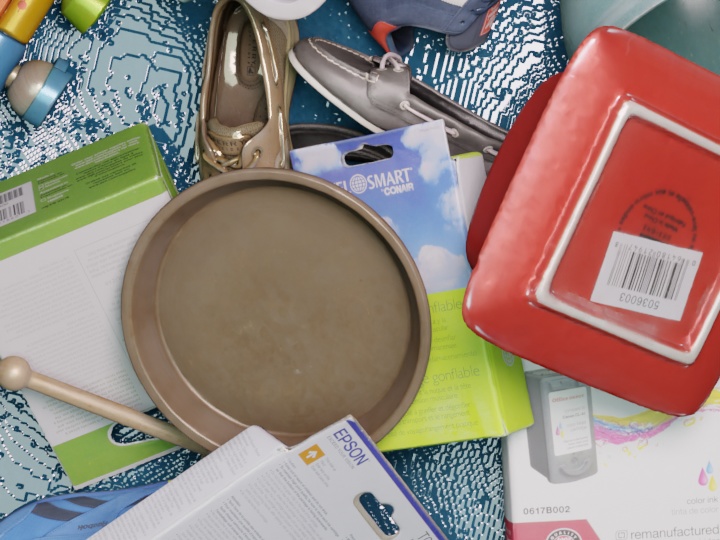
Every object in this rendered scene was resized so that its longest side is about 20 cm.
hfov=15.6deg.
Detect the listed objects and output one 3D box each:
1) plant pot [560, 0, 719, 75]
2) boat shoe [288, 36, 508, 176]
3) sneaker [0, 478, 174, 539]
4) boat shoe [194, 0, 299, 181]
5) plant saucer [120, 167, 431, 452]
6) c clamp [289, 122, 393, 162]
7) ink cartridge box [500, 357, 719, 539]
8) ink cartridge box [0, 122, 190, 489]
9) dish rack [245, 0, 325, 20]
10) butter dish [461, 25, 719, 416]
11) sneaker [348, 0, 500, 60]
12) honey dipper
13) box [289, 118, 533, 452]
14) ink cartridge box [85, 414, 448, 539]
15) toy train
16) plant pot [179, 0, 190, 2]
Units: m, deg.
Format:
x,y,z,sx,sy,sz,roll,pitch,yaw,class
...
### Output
x,y,z,sx,sy,sz,roll,pitch,yaw,class
0.209,-0.194,1.654,0.199,0.200,0.135,-21,65,2,plant pot
0.048,-0.102,1.706,0.200,0.067,0.057,35,108,-8,boat shoe
-0.170,0.182,1.719,0.199,0.078,0.066,-13,101,3,sneaker
-0.079,-0.080,1.702,0.071,0.064,0.201,-2,88,21,boat shoe
-0.052,0.029,1.644,0.199,0.029,0.201,4,109,11,plant saucer
0.000,0.000,1.728,0.170,0.027,0.201,-5,91,15,c clamp
0.163,0.102,1.708,0.147,0.086,0.201,-4,94,1,ink cartridge box
-0.166,0.027,1.720,0.147,0.076,0.201,-22,123,1,ink cartridge box
-0.036,-0.268,1.560,0.172,0.044,0.200,45,118,-2,dish rack
0.145,-0.040,1.604,0.199,0.148,0.200,22,95,-32,butter dish
0.078,-0.190,1.670,0.200,0.075,0.085,-18,104,43,sneaker
-0.145,0.099,1.703,0.199,0.038,0.038,21,93,-20,honey dipper
0.031,0.011,1.670,0.121,0.048,0.201,-10,91,30,box
-0.055,0.184,1.679,0.200,0.041,0.200,-32,136,2,ink cartridge box
-0.207,-0.200,1.703,0.115,0.085,0.200,32,93,-11,toy train
-0.081,-0.277,1.668,0.141,0.141,0.200,39,100,-1,plant pot
